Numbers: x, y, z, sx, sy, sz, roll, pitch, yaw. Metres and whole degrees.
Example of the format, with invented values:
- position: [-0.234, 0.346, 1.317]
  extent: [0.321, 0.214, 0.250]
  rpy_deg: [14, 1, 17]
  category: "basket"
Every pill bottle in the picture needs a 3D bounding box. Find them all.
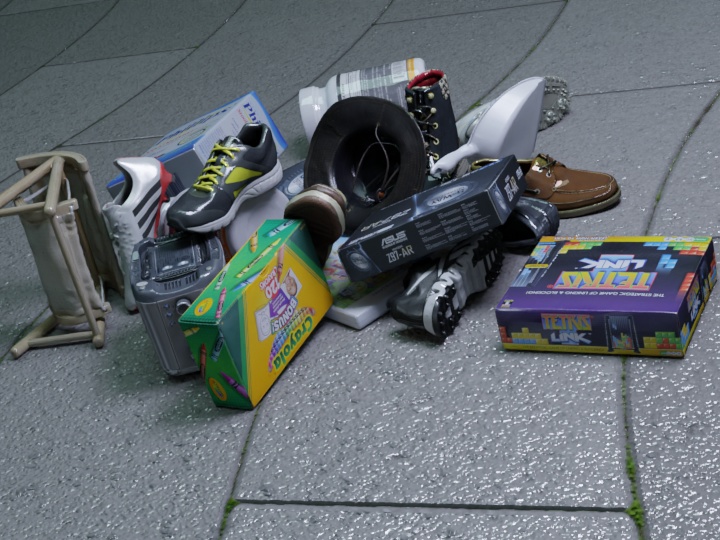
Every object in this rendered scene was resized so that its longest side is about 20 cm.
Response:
- position: [0.012, -0.254, 2.042]
  extent: [0.199, 0.117, 0.117]
  rpy_deg: [-11, 26, 9]
  category: "pill bottle"
- position: [-0.186, -0.056, 1.739]
  extent: [0.199, 0.113, 0.113]
  rpy_deg: [2, 29, 47]
  category: "pill bottle"

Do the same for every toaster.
- position: [-0.206, 0.033, 1.565]
  extent: [0.113, 0.130, 0.200]
  rpy_deg: [-16, 26, -5]
  category: "toaster"

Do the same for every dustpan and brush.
- position: [0.168, -0.170, 1.774]
  extent: [0.057, 0.140, 0.200]
  rpy_deg: [28, 49, 23]
  category: "dustpan and brush"

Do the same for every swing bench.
- position: [-0.388, -0.028, 1.701]
  extent: [0.129, 0.200, 0.200]
  rpy_deg: [-7, 27, 13]
  category: "swing bench"

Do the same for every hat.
- position: [0.023, -0.133, 1.729]
  extent: [0.200, 0.202, 0.081]
  rpy_deg: [7, 2, 37]
  category: "hat"

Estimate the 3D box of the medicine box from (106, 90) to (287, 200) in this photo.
- position: [-0.235, -0.151, 1.922]
  extent: [0.182, 0.103, 0.200]
  rpy_deg: [-20, 20, 33]
  category: "medicine box"

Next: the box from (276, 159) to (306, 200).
- position: [-0.064, -0.097, 1.848]
  extent: [0.160, 0.044, 0.200]
  rpy_deg: [-28, 29, -24]
  category: "box"

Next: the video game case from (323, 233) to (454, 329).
- position: [0.000, 0.000, 1.648]
  extent: [0.182, 0.022, 0.200]
  rpy_deg: [-31, 30, -31]
  category: "video game case"

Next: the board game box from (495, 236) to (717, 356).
- position: [0.267, 0.023, 1.427]
  extent: [0.199, 0.057, 0.165]
  rpy_deg: [0, 28, 28]
  category: "board game box"

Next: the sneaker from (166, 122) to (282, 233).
- position: [-0.171, -0.116, 1.600]
  extent: [0.074, 0.085, 0.200]
  rpy_deg: [14, 36, 27]
  category: "sneaker"

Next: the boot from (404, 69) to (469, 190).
- position: [0.087, -0.169, 1.789]
  extent: [0.073, 0.154, 0.204]
  rpy_deg: [-3, 29, 23]
  category: "boot"

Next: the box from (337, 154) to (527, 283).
- position: [0.087, -0.062, 1.552]
  extent: [0.199, 0.044, 0.160]
  rpy_deg: [-22, 11, 24]
  category: "box"

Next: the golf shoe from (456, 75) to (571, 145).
- position: [0.218, -0.237, 1.955]
  extent: [0.199, 0.079, 0.097]
  rpy_deg: [-25, 22, -24]
  category: "golf shoe"

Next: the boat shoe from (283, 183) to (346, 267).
- position: [-0.050, -0.070, 1.577]
  extent: [0.074, 0.202, 0.075]
  rpy_deg: [26, 70, -2]
  category: "boat shoe"

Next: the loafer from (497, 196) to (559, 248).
- position: [0.149, -0.066, 1.649]
  extent: [0.200, 0.068, 0.070]
  rpy_deg: [9, 26, 32]
  category: "loafer"

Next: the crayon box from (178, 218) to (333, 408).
- position: [-0.113, 0.045, 1.483]
  extent: [0.058, 0.119, 0.200]
  rpy_deg: [2, 37, 31]
  category: "crayon box"

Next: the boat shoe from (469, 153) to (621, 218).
- position: [0.233, -0.112, 1.699]
  extent: [0.199, 0.068, 0.072]
  rpy_deg: [-2, 28, 24]
  category: "boat shoe"

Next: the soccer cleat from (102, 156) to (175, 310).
- position: [-0.298, -0.050, 1.716]
  extent: [0.085, 0.201, 0.069]
  rpy_deg: [10, -1, -28]
  category: "soccer cleat"

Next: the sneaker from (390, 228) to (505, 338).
- position: [0.098, 0.005, 1.537]
  extent: [0.090, 0.067, 0.200]
  rpy_deg: [6, 35, 31]
  category: "sneaker"
